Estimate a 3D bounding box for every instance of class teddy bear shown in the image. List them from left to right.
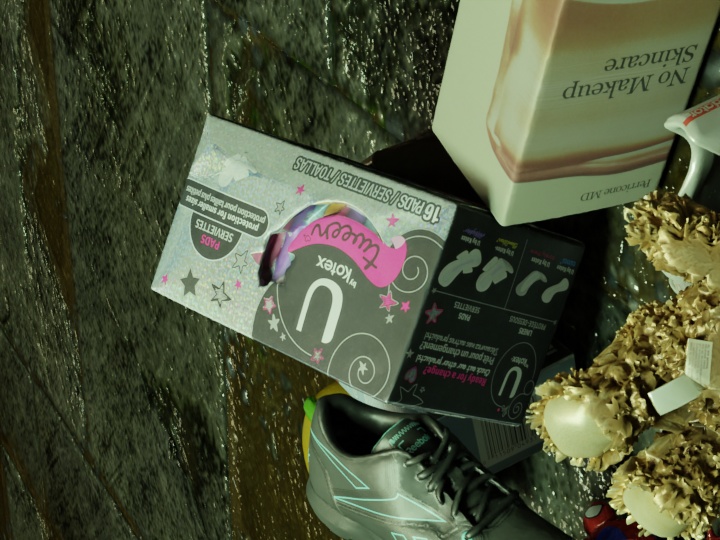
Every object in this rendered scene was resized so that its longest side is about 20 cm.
[{"bbox_3d":[0.166,0.031,0.760,0.145,0.067,0.200,29,107,8],"label":"teddy bear"}]

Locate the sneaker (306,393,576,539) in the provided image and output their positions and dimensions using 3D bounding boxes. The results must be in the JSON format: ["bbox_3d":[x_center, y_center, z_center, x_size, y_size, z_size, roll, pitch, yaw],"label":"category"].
[{"bbox_3d":[0.043,0.131,0.975,0.200,0.075,0.080,20,131,35],"label":"sneaker"}]

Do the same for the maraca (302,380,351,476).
[{"bbox_3d":[0.025,0.128,1.163,0.107,0.137,0.200,-62,13,2],"label":"maraca"}]

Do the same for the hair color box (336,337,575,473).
[{"bbox_3d":[0.045,0.052,1.108,0.200,0.099,0.061,41,150,54],"label":"hair color box"}]

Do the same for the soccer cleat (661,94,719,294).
[{"bbox_3d":[0.174,0.009,0.819,0.069,0.085,0.201,38,135,55],"label":"soccer cleat"}]

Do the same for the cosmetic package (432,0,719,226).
[{"bbox_3d":[0.113,-0.128,0.870,0.200,0.103,0.087,100,149,-45],"label":"cosmetic package"}]

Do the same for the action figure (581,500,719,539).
[{"bbox_3d":[0.165,0.162,0.940,0.200,0.065,0.052,-157,68,-72],"label":"action figure"}]

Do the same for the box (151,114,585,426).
[{"bbox_3d":[0.000,0.000,0.992,0.200,0.132,0.115,22,95,41],"label":"box"}]

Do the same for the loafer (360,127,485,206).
[{"bbox_3d":[0.045,-0.051,1.095,0.200,0.071,0.073,-19,85,64],"label":"loafer"}]
